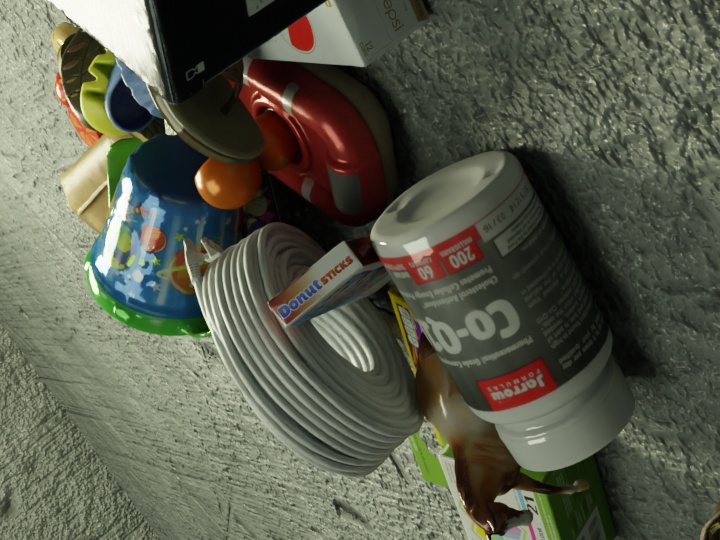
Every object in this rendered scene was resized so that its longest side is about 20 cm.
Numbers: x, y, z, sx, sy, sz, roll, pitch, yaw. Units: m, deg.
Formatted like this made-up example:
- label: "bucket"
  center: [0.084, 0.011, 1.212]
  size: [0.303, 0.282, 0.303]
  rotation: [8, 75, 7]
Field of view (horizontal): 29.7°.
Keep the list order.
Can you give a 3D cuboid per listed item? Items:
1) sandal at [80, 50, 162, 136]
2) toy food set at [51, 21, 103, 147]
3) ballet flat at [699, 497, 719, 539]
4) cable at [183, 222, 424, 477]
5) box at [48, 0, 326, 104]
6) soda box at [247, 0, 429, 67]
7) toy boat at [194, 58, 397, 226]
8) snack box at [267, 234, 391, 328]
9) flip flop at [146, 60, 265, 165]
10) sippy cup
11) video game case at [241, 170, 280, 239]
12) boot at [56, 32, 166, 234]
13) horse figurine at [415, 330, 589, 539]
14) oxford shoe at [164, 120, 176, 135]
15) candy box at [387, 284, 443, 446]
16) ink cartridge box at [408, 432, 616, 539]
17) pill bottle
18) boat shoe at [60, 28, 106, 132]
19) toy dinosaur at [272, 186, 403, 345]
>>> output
- label: "sandal"
  center: [-0.148, -0.193, 1.027]
  size: [0.087, 0.079, 0.201]
  rotation: [22, 107, 42]
- label: "toy food set"
  center: [-0.260, -0.165, 1.417]
  size: [0.198, 0.049, 0.200]
  rotation: [55, 158, -9]
- label: "ballet flat"
  center: [0.268, 0.153, 0.854]
  size: [0.068, 0.067, 0.200]
  rotation: [44, 157, 15]
- label: "cable"
  center: [-0.033, 0.058, 1.021]
  size: [0.200, 0.069, 0.201]
  rotation: [33, -154, -43]
- label: "box"
  center: [-0.104, -0.235, 0.801]
  size: [0.200, 0.196, 0.118]
  rotation: [39, 155, 28]
- label: "soda box"
  center: [-0.042, -0.188, 0.934]
  size: [0.200, 0.064, 0.068]
  rotation: [18, 140, 56]
- label: "toy boat"
  center: [-0.074, -0.097, 1.046]
  size: [0.200, 0.131, 0.131]
  rotation: [36, 153, 33]
- label: "snack box"
  center: [0.000, 0.000, 0.985]
  size: [0.024, 0.072, 0.200]
  rotation: [54, -162, 6]
- label: "flip flop"
  center: [-0.117, -0.167, 0.946]
  size: [0.057, 0.081, 0.201]
  rotation: [-17, 100, 30]
- label: "sippy cup"
  center: [-0.155, -0.038, 1.137]
  size: [0.177, 0.140, 0.131]
  rotation: [23, 129, 7]
- label: "video game case"
  center: [-0.107, -0.010, 1.258]
  size: [0.200, 0.036, 0.182]
  rotation: [-179, 76, -73]
- label: "boot"
  center: [-0.257, -0.122, 1.338]
  size: [0.175, 0.066, 0.200]
  rotation: [45, 144, -9]
- label: "horse figurine"
  center: [0.094, 0.106, 1.017]
  size: [0.050, 0.132, 0.201]
  rotation: [-53, 54, 45]
- label: "oxford shoe"
  center: [-0.135, -0.176, 1.153]
  size: [0.075, 0.057, 0.201]
  rotation: [46, 145, 43]
- label: "candy box"
  center: [0.087, 0.101, 1.181]
  size: [0.102, 0.026, 0.201]
  rotation: [26, 147, 41]
- label: "ink cartridge box"
  center: [0.101, 0.181, 1.150]
  size: [0.199, 0.076, 0.148]
  rotation: [11, 137, 36]
- label: "pill bottle"
  center: [0.101, 0.031, 0.925]
  size: [0.201, 0.114, 0.114]
  rotation: [58, 157, -17]
- label: "boat shoe"
  center: [-0.201, -0.185, 1.151]
  size: [0.073, 0.074, 0.201]
  rotation: [61, -159, -45]
- label: "toy dinosaur"
  center: [-0.040, 0.004, 1.214]
  size: [0.200, 0.077, 0.103]
  rotation: [37, 141, 22]
